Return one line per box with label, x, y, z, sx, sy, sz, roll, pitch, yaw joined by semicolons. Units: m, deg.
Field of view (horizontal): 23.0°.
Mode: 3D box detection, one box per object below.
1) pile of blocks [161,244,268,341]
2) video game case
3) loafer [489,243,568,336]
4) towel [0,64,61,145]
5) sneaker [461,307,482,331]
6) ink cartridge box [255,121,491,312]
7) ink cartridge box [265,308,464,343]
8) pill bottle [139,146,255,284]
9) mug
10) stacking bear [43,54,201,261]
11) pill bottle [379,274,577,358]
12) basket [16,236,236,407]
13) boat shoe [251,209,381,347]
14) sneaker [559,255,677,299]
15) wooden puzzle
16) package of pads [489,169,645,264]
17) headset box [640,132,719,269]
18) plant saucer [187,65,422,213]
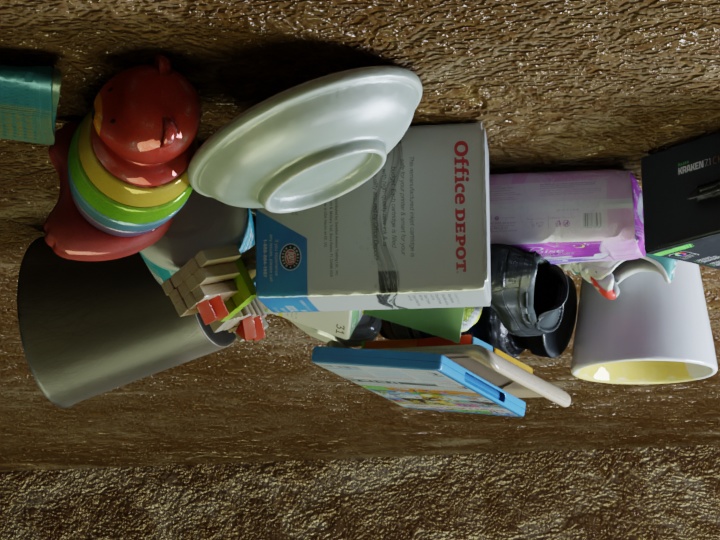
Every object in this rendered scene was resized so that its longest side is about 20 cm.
pile of blocks;-0.103;0.026;1.581;0.082;0.063;0.200;-31;167;10
video game case;0.060;0.111;1.745;0.142;0.018;0.200;2;164;30
loafer;0.160;0.023;1.640;0.070;0.069;0.200;6;168;23
towel;-0.334;-0.140;1.378;0.198;0.022;0.147;7;165;-11
sneaker;0.030;-0.004;1.742;0.199;0.076;0.105;37;-178;2
ink cartridge box;0.013;-0.043;1.527;0.198;0.147;0.084;-2;167;8
ink cartridge box;0.000;0.000;1.647;0.198;0.048;0.146;19;134;14
pill bottle;-0.152;-0.037;1.633;0.110;0.112;0.200;0;167;1
mug;0.278;0.034;1.837;0.148;0.155;0.186;10;164;-38
stacking bear;-0.180;-0.096;1.402;0.113;0.123;0.200;6;158;-16
pill bottle;0.117;0.032;1.830;0.198;0.113;0.112;10;173;29
basket;-0.233;0.037;1.823;0.198;0.182;0.136;-11;173;23
boat shoe;-0.056;0.003;1.786;0.200;0.072;0.068;40;149;-7
sneaker;0.219;-0.019;1.744;0.198;0.094;0.070;-4;166;17
wooden puzzle;0.091;0.098;1.790;0.198;0.038;0.185;2;164;34
package of pads;0.166;-0.048;1.659;0.198;0.077;0.120;-2;171;14
headset box;0.368;-0.063;1.562;0.199;0.094;0.173;11;162;-38
plant saucer;-0.036;-0.090;1.387;0.198;0.051;0.200;-21;166;-6
